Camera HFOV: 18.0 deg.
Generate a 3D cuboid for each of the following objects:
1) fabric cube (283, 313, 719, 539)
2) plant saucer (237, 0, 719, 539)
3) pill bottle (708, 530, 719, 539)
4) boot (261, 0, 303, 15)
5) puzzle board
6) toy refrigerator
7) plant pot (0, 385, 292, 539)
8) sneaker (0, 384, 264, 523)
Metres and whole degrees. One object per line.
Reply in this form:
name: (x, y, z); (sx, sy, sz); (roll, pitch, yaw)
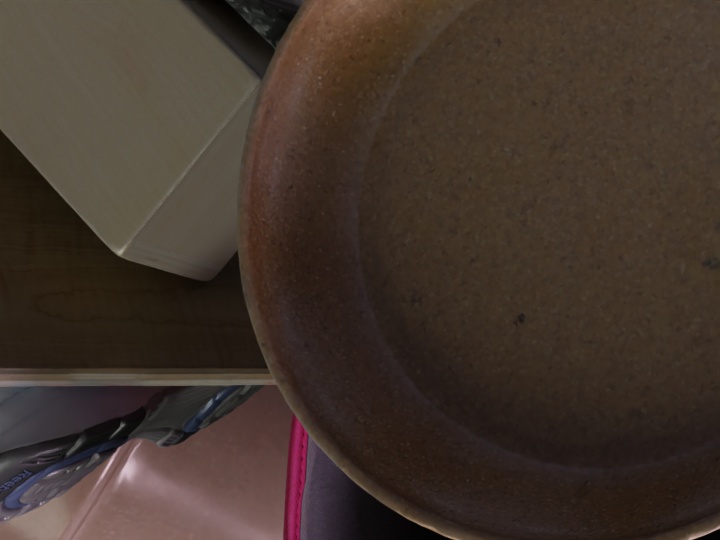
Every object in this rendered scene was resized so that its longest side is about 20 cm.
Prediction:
fabric cube: (0.103, 0.125, 0.705); (0.198, 0.198, 0.199); (-3, 170, 20)
plant saucer: (0.063, -0.020, 0.622); (0.199, 0.202, 0.035); (19, 175, 24)
pill bottle: (0.167, 0.089, 0.857); (0.199, 0.117, 0.117); (20, 152, 23)
boot: (0.000, -0.087, 0.774); (0.199, 0.074, 0.096); (24, 147, 13)
puzzle board: (-0.073, -0.017, 0.800); (0.198, 0.151, 0.017); (1, 136, -21)
toy refrigerator: (-0.103, -0.092, 0.783); (0.200, 0.076, 0.070); (45, -169, 25)
plant pot: (-0.062, 0.082, 0.985); (0.174, 0.201, 0.200); (31, 154, -6)
sneaker: (-0.086, 0.022, 0.824); (0.074, 0.200, 0.087); (-40, 78, 29)
